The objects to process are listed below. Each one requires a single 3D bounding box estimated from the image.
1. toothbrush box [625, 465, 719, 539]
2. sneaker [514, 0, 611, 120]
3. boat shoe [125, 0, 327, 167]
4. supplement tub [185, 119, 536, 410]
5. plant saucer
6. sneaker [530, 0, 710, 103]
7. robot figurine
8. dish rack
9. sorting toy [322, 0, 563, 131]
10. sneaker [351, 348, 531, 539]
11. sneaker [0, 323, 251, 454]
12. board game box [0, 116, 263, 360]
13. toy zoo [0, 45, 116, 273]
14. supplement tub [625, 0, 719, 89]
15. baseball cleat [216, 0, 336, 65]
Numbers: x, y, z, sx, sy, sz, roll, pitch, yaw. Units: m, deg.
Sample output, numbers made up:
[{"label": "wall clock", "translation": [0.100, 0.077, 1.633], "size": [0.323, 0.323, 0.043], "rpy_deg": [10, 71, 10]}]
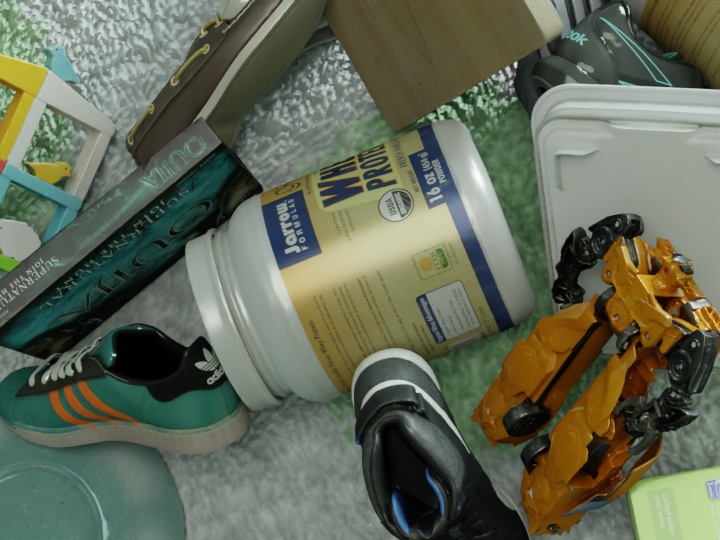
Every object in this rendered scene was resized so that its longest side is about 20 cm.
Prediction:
[{"label": "toothbrush box", "translation": [0.274, 0.188, 0.927], "size": [0.200, 0.086, 0.146], "rpy_deg": [-12, 75, 8]}, {"label": "sneaker", "translation": [0.148, -0.100, 1.036], "size": [0.074, 0.088, 0.200], "rpy_deg": [-11, 97, -19]}, {"label": "boat shoe", "translation": [-0.096, -0.140, 1.051], "size": [0.060, 0.072, 0.200], "rpy_deg": [45, 116, 16]}, {"label": "supplement tub", "translation": [0.000, 0.000, 0.989], "size": [0.200, 0.144, 0.145], "rpy_deg": [-22, 75, 4]}, {"label": "plant saucer", "translation": [-0.223, 0.187, 1.043], "size": [0.201, 0.039, 0.201], "rpy_deg": [-2, 77, 10]}, {"label": "sneaker", "translation": [0.204, -0.089, 0.967], "size": [0.200, 0.075, 0.079], "rpy_deg": [39, 86, -17]}, {"label": "robot figurine", "translation": [0.146, 0.062, 0.914], "size": [0.200, 0.058, 0.145], "rpy_deg": [-56, 45, 35]}, {"label": "dish rack", "translation": [0.187, -0.016, 0.931], "size": [0.171, 0.200, 0.044], "rpy_deg": [7, 36, 26]}, {"label": "sorting toy", "translation": [0.041, -0.216, 0.984], "size": [0.070, 0.199, 0.200], "rpy_deg": [-32, 94, -29]}, {"label": "sneaker", "translation": [0.049, 0.154, 0.921], "size": [0.073, 0.112, 0.200], "rpy_deg": [-27, 109, 12]}, {"label": "sneaker", "translation": [-0.168, 0.070, 1.014], "size": [0.200, 0.071, 0.080], "rpy_deg": [0, 121, 28]}, {"label": "board game box", "translation": [-0.162, -0.016, 1.028], "size": [0.200, 0.135, 0.028], "rpy_deg": [-39, 77, 0]}, {"label": "toy zoo", "translation": [-0.257, -0.070, 1.070], "size": [0.020, 0.131, 0.200], "rpy_deg": [10, 76, 56]}, {"label": "supplement tub", "translation": [0.265, -0.182, 0.981], "size": [0.145, 0.145, 0.200], "rpy_deg": [-44, 74, -1]}, {"label": "baseball cleat", "translation": [-0.025, -0.244, 1.099], "size": [0.106, 0.070, 0.200], "rpy_deg": [26, 88, 1]}]
